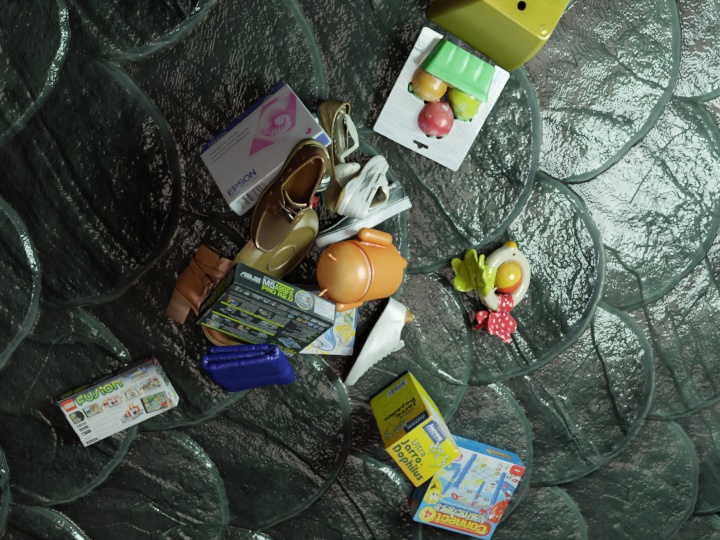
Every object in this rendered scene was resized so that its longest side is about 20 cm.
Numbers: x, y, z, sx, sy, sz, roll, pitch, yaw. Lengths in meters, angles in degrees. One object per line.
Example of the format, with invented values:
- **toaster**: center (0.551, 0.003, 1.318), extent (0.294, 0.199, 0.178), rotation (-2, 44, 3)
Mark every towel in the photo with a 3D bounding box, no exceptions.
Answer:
- **towel**: center (-0.206, 0.179, 1.191), extent (0.146, 0.200, 0.050), rotation (-9, 68, -2)

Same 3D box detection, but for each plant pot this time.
- **plant pot**: center (0.259, -0.476, 1.070), extent (0.198, 0.177, 0.201), rotation (26, 101, -15)
- **plant pot**: center (-0.147, -0.030, 1.136), extent (0.200, 0.200, 0.028), rotation (-44, 74, 5)

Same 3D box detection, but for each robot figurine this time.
- **robot figurine**: center (0.000, -0.002, 1.170), extent (0.143, 0.199, 0.118), rotation (-30, 76, 39)

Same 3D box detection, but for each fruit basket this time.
- **fruit basket**: center (0.147, -0.310, 1.162), extent (0.184, 0.094, 0.201), rotation (22, 117, -14)

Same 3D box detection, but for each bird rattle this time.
- **bird rattle**: center (0.282, 0.035, 1.269), extent (0.163, 0.112, 0.201), rotation (-41, 112, -13)

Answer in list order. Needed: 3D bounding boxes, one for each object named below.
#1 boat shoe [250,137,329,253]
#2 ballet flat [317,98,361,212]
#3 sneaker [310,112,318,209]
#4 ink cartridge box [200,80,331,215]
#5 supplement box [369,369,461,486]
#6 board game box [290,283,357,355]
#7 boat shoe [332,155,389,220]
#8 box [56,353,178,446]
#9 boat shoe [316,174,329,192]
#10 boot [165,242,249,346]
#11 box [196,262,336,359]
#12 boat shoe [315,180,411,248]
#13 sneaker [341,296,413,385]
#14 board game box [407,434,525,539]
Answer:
- **boat shoe**: center (-0.114, -0.111, 0.998), extent (0.072, 0.068, 0.201), rotation (26, 108, -22)
- **ballet flat**: center (-0.035, -0.208, 1.136), extent (0.072, 0.068, 0.203), rotation (-3, 89, 33)
- **sneaker**: center (-0.106, -0.173, 1.141), extent (0.108, 0.067, 0.202), rotation (38, 110, 0)
- **ink cartridge box**: center (-0.174, -0.221, 1.075), extent (0.196, 0.201, 0.043), rotation (-39, 147, 3)
- **supplement box**: center (0.103, 0.308, 1.264), extent (0.109, 0.200, 0.109), rotation (-37, 108, 3)
- **board game box**: center (-0.107, 0.095, 1.256), extent (0.197, 0.034, 0.137), rotation (3, 106, -9)
- **boat shoe**: center (0.018, -0.140, 1.125), extent (0.069, 0.200, 0.071), rotation (31, 129, 3)
- **box**: center (-0.473, 0.255, 1.246), extent (0.198, 0.035, 0.111), rotation (-23, 108, -1)
- **boat shoe**: center (-0.141, -0.129, 1.088), extent (0.197, 0.075, 0.067), rotation (-2, 107, 17)
- **boot**: center (-0.252, 0.055, 1.201), extent (0.199, 0.077, 0.156), rotation (30, 95, 1)
- **box**: center (-0.166, 0.077, 1.120), extent (0.199, 0.045, 0.160), rotation (25, 138, -25)
- **boat shoe**: center (-0.002, -0.108, 1.189), extent (0.198, 0.074, 0.069), rotation (-27, 92, -6)
- **sneaker**: center (0.038, 0.158, 1.276), extent (0.084, 0.073, 0.201), rotation (31, 98, -13)
- **board game box**: center (0.234, 0.480, 1.411), extent (0.198, 0.056, 0.198), rotation (19, 102, -14)
